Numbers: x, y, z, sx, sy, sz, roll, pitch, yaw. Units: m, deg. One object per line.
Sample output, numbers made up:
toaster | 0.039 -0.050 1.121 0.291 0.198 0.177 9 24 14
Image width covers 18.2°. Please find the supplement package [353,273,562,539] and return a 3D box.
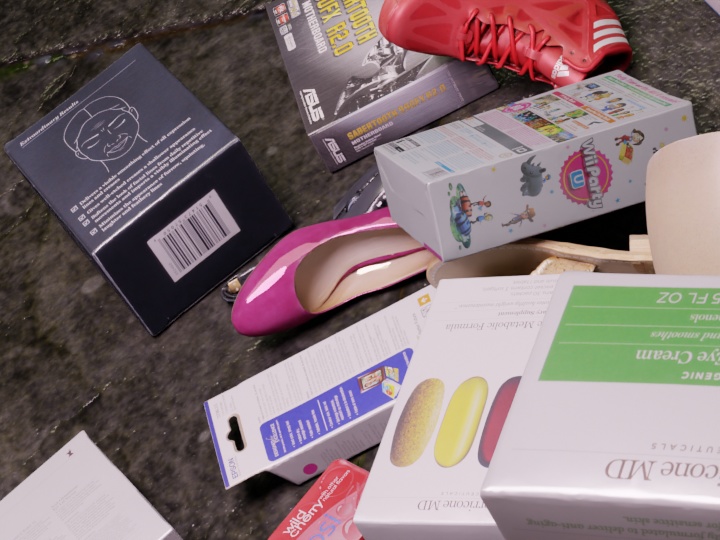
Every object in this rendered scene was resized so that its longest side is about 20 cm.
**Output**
supplement package | 0.091 0.114 1.474 0.113 0.110 0.201 -4 48 30

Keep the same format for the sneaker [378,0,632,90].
sneaker | 0.121 -0.179 1.726 0.198 0.079 0.116 -8 41 -20

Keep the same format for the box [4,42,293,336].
box | -0.175 -0.069 1.832 0.148 0.107 0.200 -38 41 -6

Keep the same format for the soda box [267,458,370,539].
soda box | -0.043 0.224 1.488 0.070 0.064 0.200 21 63 44

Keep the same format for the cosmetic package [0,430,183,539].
cosmetic package | -0.233 0.227 1.616 0.200 0.052 0.151 -41 43 -10

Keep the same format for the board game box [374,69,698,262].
board game box | 0.125 -0.077 1.602 0.198 0.065 0.148 -18 18 -9

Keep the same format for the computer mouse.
computer mouse | -0.027 -0.035 1.759 0.199 0.034 0.059 -34 41 -1

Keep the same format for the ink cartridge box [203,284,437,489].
ink cartridge box | -0.013 0.090 1.625 0.199 0.037 0.095 -26 41 5

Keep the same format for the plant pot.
plant pot | 0.273 0.009 1.422 0.199 0.200 0.136 -1 72 32

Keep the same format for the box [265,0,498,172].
box | 0.015 -0.188 1.874 0.157 0.048 0.201 -27 41 8

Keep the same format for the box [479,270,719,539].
box | 0.209 0.124 1.319 0.198 0.200 0.172 1 52 32

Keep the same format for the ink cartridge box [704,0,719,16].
ink cartridge box | 0.348 -0.273 1.684 0.199 0.126 0.129 -34 40 0

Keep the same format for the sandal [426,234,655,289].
sandal | 0.142 0.022 1.565 0.210 0.078 0.070 -4 61 19

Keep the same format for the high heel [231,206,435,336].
high heel | 0.000 0.000 1.683 0.199 0.068 0.096 -28 28 -14
